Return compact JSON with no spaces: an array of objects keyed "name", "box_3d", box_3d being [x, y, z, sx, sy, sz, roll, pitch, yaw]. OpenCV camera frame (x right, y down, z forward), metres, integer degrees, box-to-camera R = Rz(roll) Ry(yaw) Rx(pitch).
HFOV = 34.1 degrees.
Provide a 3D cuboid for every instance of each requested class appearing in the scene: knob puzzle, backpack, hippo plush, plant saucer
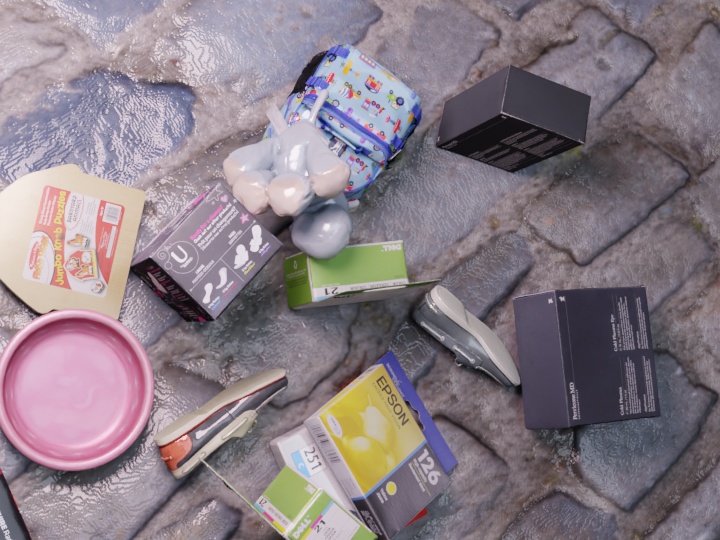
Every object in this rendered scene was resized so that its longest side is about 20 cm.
[{"name":"knob puzzle","box_3d":[-0.393,-0.041,1.511,0.218,0.030,0.221,3,81,-23]},{"name":"backpack","box_3d":[-0.033,-0.188,1.634,0.182,0.134,0.200,38,72,-13]},{"name":"hippo plush","box_3d":[-0.085,-0.098,1.523,0.158,0.161,0.201,-16,43,0]},{"name":"plant saucer","box_3d":[-0.363,0.150,1.481,0.199,0.051,0.202,3,83,-23]}]

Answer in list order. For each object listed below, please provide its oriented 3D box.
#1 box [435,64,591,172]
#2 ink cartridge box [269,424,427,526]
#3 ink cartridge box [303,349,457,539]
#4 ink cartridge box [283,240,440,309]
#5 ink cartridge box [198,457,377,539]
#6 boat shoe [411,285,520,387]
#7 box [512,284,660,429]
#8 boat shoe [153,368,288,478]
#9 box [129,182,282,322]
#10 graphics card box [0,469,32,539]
[{"name":"box","box_3d":[0.219,-0.216,1.707,0.140,0.200,0.079,14,77,-21]},{"name":"ink cartridge box","box_3d":[-0.007,0.289,1.619,0.176,0.045,0.201,-25,93,-23]},{"name":"ink cartridge box","box_3d":[0.042,0.237,1.619,0.200,0.047,0.198,-36,98,-38]},{"name":"ink cartridge box","box_3d":[0.000,0.000,1.580,0.147,0.200,0.076,-6,84,-24]},{"name":"ink cartridge box","box_3d":[-0.093,0.284,1.465,0.200,0.148,0.076,45,78,-17]},{"name":"boat shoe","box_3d":[0.156,0.107,1.720,0.062,0.073,0.200,-38,110,20]},{"name":"box","box_3d":[0.336,0.129,1.748,0.181,0.104,0.201,-1,82,-31]},{"name":"boat shoe","box_3d":[-0.175,0.197,1.547,0.199,0.071,0.063,-31,101,-22]},{"name":"box","box_3d":[-0.201,-0.020,1.491,0.115,0.200,0.132,44,75,-12]},{"name":"graphics card box","box_3d":[-0.421,0.320,1.393,0.051,0.125,0.201,-23,90,-25]}]
